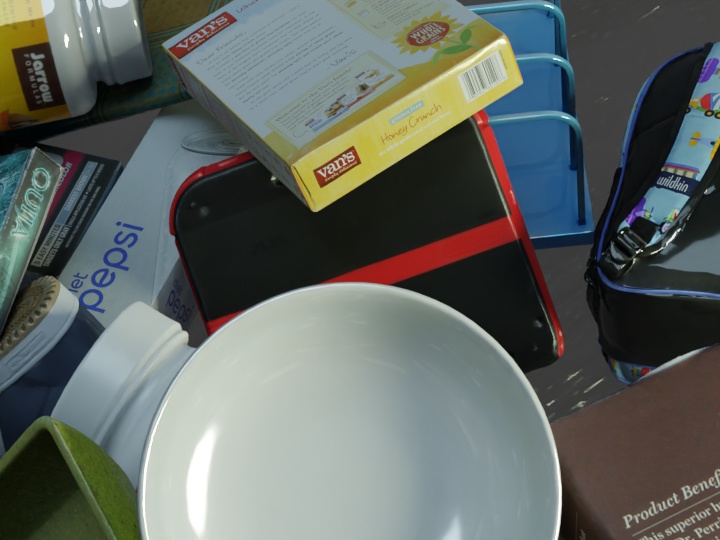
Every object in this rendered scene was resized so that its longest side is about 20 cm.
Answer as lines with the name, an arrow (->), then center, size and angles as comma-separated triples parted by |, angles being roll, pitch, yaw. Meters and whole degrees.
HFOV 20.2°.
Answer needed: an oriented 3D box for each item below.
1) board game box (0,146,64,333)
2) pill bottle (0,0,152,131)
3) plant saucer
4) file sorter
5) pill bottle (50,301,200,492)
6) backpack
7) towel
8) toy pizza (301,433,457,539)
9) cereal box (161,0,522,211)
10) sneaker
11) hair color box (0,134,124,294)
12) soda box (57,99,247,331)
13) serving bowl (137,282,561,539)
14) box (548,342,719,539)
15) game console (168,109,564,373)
board game box -> -0.255, 0.027, 1.172 | 0.135, 0.028, 0.200 | -9, 53, 39
pill bottle -> -0.237, -0.141, 1.274 | 0.200, 0.109, 0.109 | -12, 52, -1
plant saucer -> -0.136, 0.194, 1.016 | 0.048, 0.200, 0.200 | -17, 71, -43
file sorter -> 0.069, -0.124, 1.288 | 0.138, 0.123, 0.200 | -5, 52, 3
pill bottle -> -0.064, 0.111, 1.094 | 0.200, 0.114, 0.114 | 33, 61, 5
backpack -> 0.234, -0.033, 1.187 | 0.182, 0.135, 0.200 | 8, 55, 14
towel -> -0.140, -0.149, 1.345 | 0.200, 0.022, 0.147 | -11, 42, 29
toy pizza -> 0.003, 0.158, 1.011 | 0.200, 0.032, 0.201 | 1, 80, -4
cereal box -> -0.016, -0.121, 1.176 | 0.144, 0.040, 0.200 | -32, 36, -9
sneaker -> -0.213, 0.100, 1.189 | 0.200, 0.108, 0.070 | -39, 29, 17
hair color box -> -0.257, -0.036, 1.302 | 0.200, 0.061, 0.099 | 12, 55, 17
soda box -> -0.125, -0.020, 1.269 | 0.068, 0.064, 0.200 | 15, 55, 18
serving bowl -> -0.007, 0.109, 0.969 | 0.200, 0.066, 0.201 | 1, 80, -5
box -> 0.206, 0.163, 1.021 | 0.166, 0.164, 0.200 | -23, 53, -11
game console -> 0.000, 0.000, 1.183 | 0.200, 0.031, 0.177 | -19, 95, 8
